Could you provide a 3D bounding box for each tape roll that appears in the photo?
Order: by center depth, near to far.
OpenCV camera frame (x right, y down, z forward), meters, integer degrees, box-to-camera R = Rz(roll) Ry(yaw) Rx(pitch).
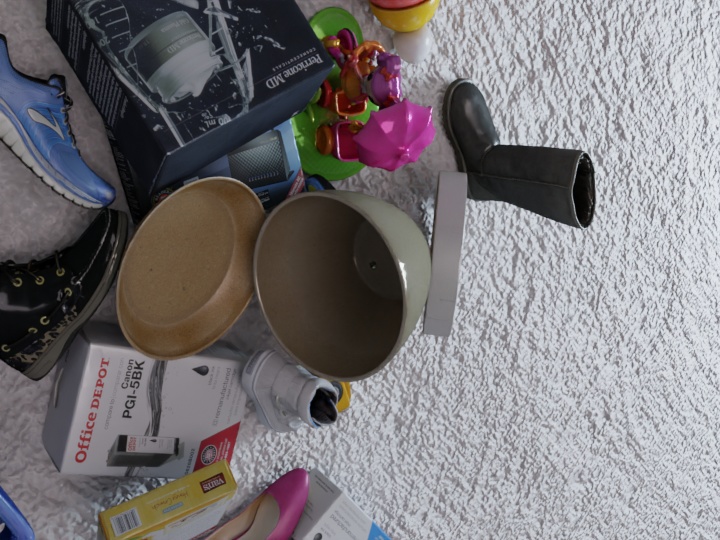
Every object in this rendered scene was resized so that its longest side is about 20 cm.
[{"bbox_3d":[0.103,-0.020,1.099,0.036,0.203,0.208,7,102,4],"label":"tape roll"}]

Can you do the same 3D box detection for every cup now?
[{"bbox_3d":[0.000,0.000,0.977,0.142,0.196,0.205,-26,119,-53],"label":"cup"}]

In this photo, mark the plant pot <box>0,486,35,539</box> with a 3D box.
[{"bbox_3d":[-0.447,0.210,0.811,0.199,0.179,0.202,-38,120,-17],"label":"plant pot"}]

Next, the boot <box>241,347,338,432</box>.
[{"bbox_3d":[-0.069,0.160,1.037,0.074,0.094,0.201,-59,159,-15],"label":"boot"}]

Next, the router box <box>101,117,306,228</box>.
[{"bbox_3d":[-0.166,-0.128,0.969,0.197,0.062,0.153,-24,114,-25],"label":"router box"}]

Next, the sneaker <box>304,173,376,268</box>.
[{"bbox_3d":[-0.001,-0.058,1.100,0.198,0.070,0.084,36,64,-32],"label":"sneaker"}]

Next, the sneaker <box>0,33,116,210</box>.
[{"bbox_3d":[-0.305,-0.143,0.869,0.089,0.078,0.201,-45,122,-11],"label":"sneaker"}]

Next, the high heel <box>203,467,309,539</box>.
[{"bbox_3d":[-0.145,0.314,1.089,0.200,0.067,0.096,-46,139,-7],"label":"high heel"}]

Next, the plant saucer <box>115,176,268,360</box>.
[{"bbox_3d":[-0.178,-0.006,0.922,0.199,0.035,0.204,-33,136,-37],"label":"plant saucer"}]

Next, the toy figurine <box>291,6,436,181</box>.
[{"bbox_3d":[0.013,-0.190,0.994,0.147,0.183,0.205,-8,107,-30],"label":"toy figurine"}]

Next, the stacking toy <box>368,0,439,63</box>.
[{"bbox_3d":[0.049,-0.329,1.031,0.145,0.146,0.203,-34,134,-20],"label":"stacking toy"}]

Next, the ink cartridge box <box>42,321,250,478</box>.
[{"bbox_3d":[-0.234,0.148,0.988,0.197,0.082,0.150,11,98,-34],"label":"ink cartridge box"}]

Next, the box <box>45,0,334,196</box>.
[{"bbox_3d":[-0.166,-0.216,0.859,0.198,0.124,0.199,-33,91,-25],"label":"box"}]

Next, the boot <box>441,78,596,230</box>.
[{"bbox_3d":[0.197,-0.148,1.112,0.072,0.199,0.185,-31,118,-21],"label":"boot"}]

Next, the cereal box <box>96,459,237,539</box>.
[{"bbox_3d":[-0.219,0.279,0.982,0.141,0.201,0.040,-20,70,-27],"label":"cereal box"}]

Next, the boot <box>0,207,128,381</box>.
[{"bbox_3d":[-0.334,0.002,0.872,0.152,0.074,0.205,29,106,-32],"label":"boot"}]

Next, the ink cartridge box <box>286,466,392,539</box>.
[{"bbox_3d":[-0.067,0.388,1.158,0.201,0.084,0.146,-49,122,-13],"label":"ink cartridge box"}]

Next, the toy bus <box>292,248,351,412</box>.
[{"bbox_3d":[-0.050,0.072,1.097,0.077,0.065,0.204,-29,116,-24],"label":"toy bus"}]
